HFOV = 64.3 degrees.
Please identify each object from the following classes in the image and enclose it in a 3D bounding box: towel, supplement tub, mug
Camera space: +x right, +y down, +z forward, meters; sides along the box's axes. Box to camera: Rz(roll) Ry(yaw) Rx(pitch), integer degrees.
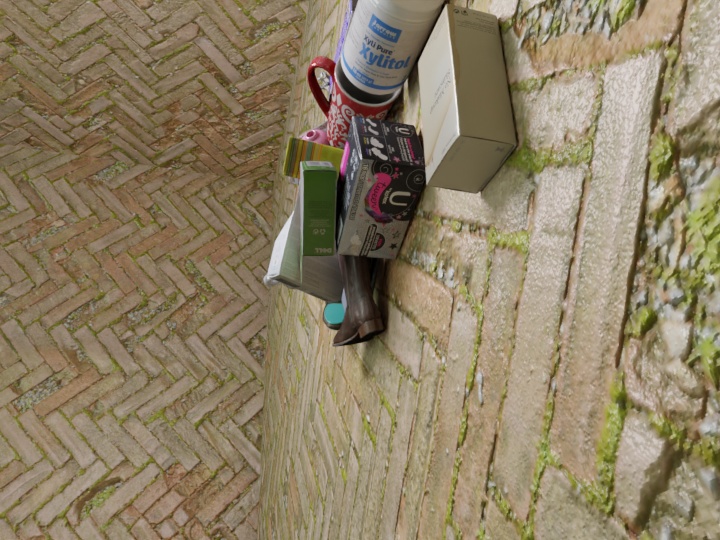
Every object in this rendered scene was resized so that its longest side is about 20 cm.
[{"bbox_3d":[-0.062,-0.217,1.203,0.018,0.198,0.087,-69,-7,-63],"label":"towel"},{"bbox_3d":[0.049,-0.409,0.966,0.200,0.131,0.133,124,150,-63],"label":"supplement tub"},{"bbox_3d":[-0.015,-0.348,1.168,0.178,0.133,0.200,53,159,10],"label":"mug"}]

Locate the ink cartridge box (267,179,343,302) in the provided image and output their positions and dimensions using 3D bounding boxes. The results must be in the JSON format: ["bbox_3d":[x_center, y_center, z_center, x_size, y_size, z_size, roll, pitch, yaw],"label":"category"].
[{"bbox_3d":[-0.091,-0.055,1.146,0.047,0.159,0.202,-11,62,47],"label":"ink cartridge box"}]

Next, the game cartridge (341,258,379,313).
[{"bbox_3d":[0.000,0.000,1.185,0.133,0.041,0.202,-117,36,-60],"label":"game cartridge"}]

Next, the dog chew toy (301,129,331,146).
[{"bbox_3d":[-0.079,-0.239,1.315,0.200,0.123,0.125,61,-160,-51],"label":"dog chew toy"}]

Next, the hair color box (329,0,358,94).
[{"bbox_3d":[0.008,-0.457,1.200,0.200,0.108,0.065,116,157,-53],"label":"hair color box"}]

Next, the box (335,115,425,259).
[{"bbox_3d":[0.027,-0.135,0.972,0.133,0.114,0.201,-99,18,-44],"label":"box"}]

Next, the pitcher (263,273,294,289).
[{"bbox_3d":[-0.117,-0.023,1.323,0.199,0.171,0.122,-34,82,36],"label":"pitcher"}]

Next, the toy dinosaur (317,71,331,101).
[{"bbox_3d":[-0.031,-0.399,1.354,0.102,0.077,0.201,-38,58,25],"label":"toy dinosaur"}]

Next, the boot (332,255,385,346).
[{"bbox_3d":[-0.021,0.037,1.105,0.186,0.064,0.202,-33,67,55],"label":"boot"}]

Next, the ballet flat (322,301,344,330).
[{"bbox_3d":[-0.050,0.091,1.303,0.201,0.067,0.069,-87,0,-60],"label":"ballet flat"}]

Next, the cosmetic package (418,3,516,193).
[{"bbox_3d":[0.124,-0.208,0.698,0.104,0.072,0.202,121,153,-59],"label":"cosmetic package"}]

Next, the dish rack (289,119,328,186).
[{"bbox_3d":[-0.089,-0.296,1.427,0.044,0.200,0.172,43,154,16],"label":"dish rack"}]

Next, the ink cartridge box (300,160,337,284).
[{"bbox_3d":[-0.077,-0.086,1.012,0.104,0.059,0.202,-113,24,-70],"label":"ink cartridge box"}]

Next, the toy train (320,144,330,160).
[{"bbox_3d":[-0.040,-0.183,1.252,0.201,0.046,0.034,67,169,-22],"label":"toy train"}]
